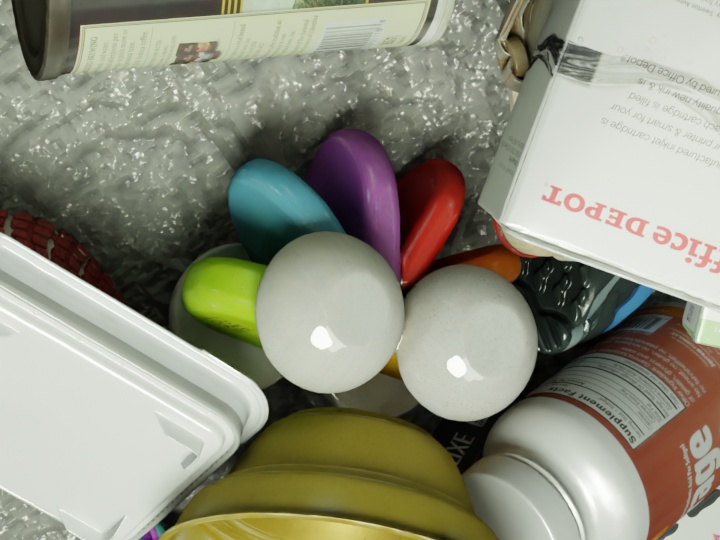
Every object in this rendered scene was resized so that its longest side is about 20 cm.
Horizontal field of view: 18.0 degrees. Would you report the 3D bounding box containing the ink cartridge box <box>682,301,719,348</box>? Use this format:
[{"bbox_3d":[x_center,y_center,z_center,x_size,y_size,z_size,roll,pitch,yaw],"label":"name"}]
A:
[{"bbox_3d":[0.279,-0.044,1.302,0.144,0.048,0.202,12,101,-5],"label":"ink cartridge box"}]

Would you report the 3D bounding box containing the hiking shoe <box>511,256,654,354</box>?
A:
[{"bbox_3d":[0.160,-0.040,1.315,0.086,0.074,0.200,-4,137,-55],"label":"hiking shoe"}]

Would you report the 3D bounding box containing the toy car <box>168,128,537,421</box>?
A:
[{"bbox_3d":[0.000,0.000,1.244,0.199,0.175,0.151,13,82,-26],"label":"toy car"}]

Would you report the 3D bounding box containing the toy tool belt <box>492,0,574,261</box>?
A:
[{"bbox_3d":[0.136,-0.101,1.191,0.124,0.123,0.201,18,86,-26],"label":"toy tool belt"}]

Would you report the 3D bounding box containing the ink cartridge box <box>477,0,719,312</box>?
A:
[{"bbox_3d":[0.160,-0.094,1.108,0.144,0.084,0.201,20,96,-8],"label":"ink cartridge box"}]

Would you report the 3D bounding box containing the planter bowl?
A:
[{"bbox_3d":[-0.006,0.128,1.230,0.199,0.084,0.201,7,156,3],"label":"planter bowl"}]

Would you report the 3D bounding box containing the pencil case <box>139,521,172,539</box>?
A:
[{"bbox_3d":[-0.070,0.211,1.380,0.199,0.092,0.086,22,69,-31],"label":"pencil case"}]

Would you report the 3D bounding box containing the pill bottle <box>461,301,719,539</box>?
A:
[{"bbox_3d":[0.143,0.108,1.323,0.200,0.112,0.113,-33,134,-38],"label":"pill bottle"}]

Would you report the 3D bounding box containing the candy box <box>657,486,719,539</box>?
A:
[{"bbox_3d":[0.177,0.224,1.401,0.199,0.071,0.169,-32,118,-35],"label":"candy box"}]

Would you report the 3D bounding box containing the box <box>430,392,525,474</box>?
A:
[{"bbox_3d":[0.091,0.189,1.401,0.158,0.050,0.200,-55,128,-19],"label":"box"}]

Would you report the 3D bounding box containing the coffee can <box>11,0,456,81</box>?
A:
[{"bbox_3d":[-0.066,-0.173,1.098,0.198,0.147,0.147,-6,123,-16],"label":"coffee can"}]

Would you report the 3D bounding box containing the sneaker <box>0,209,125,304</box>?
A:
[{"bbox_3d":[-0.162,0.049,1.251,0.082,0.078,0.200,-32,121,16],"label":"sneaker"}]

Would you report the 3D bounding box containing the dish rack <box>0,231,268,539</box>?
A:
[{"bbox_3d":[-0.167,0.074,1.207,0.199,0.044,0.172,32,136,-15],"label":"dish rack"}]
